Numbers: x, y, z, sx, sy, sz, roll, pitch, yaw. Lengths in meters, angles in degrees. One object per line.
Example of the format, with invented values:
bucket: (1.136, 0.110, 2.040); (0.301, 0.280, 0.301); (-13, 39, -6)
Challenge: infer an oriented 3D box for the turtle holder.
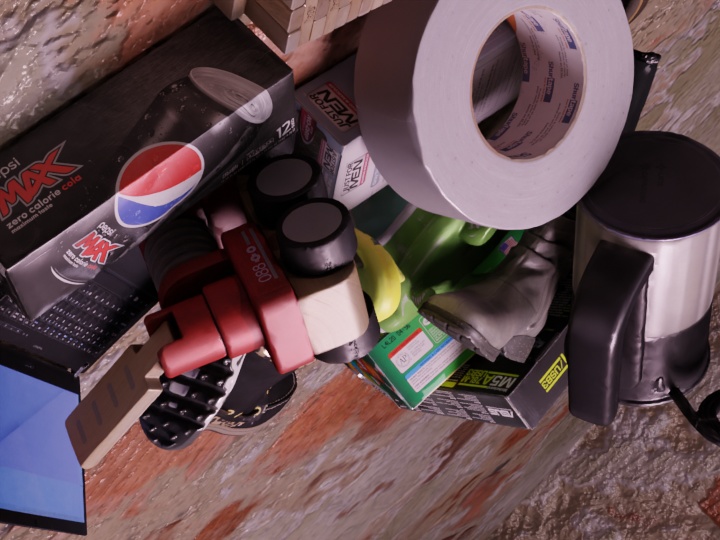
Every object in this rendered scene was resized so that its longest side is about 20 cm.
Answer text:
turtle holder: (0.049, -0.037, 1.154); (0.141, 0.132, 0.186); (-29, 157, -40)

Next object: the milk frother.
milk frother: (0.251, 0.027, 1.059); (0.188, 0.200, 0.181); (83, 15, -46)

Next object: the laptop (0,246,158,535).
laptop: (-0.177, 0.067, 0.958); (0.200, 0.103, 0.177); (-43, 162, -1)

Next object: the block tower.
block tower: (0.009, -0.196, 0.848); (0.200, 0.058, 0.054); (-31, 157, -30)

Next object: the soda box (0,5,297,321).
soda box: (-0.132, -0.063, 0.816); (0.200, 0.071, 0.063); (-38, 158, -18)

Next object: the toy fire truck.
toy fire truck: (-0.106, 0.015, 0.880); (0.200, 0.176, 0.129); (-22, 132, -9)

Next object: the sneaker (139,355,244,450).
sneaker: (-0.100, 0.035, 1.033); (0.090, 0.066, 0.200); (7, 102, -75)

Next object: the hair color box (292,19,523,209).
hair color box: (0.038, -0.129, 1.045); (0.200, 0.061, 0.099); (-35, 160, -25)

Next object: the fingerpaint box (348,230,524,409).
fingerpaint box: (0.071, 0.016, 1.283); (0.200, 0.073, 0.167); (-40, -161, -8)

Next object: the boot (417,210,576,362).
boot: (0.119, -0.001, 1.101); (0.131, 0.068, 0.200); (-59, 160, 7)

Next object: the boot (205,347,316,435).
boot: (-0.077, 0.072, 1.176); (0.151, 0.073, 0.200); (-34, 160, 26)

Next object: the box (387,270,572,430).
box: (0.136, 0.052, 1.277); (0.193, 0.048, 0.200); (-50, -155, -23)

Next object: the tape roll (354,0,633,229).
tape roll: (0.095, -0.130, 0.978); (0.200, 0.066, 0.200); (-11, 108, -35)

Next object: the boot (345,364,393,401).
boot: (0.076, 0.042, 1.503); (0.200, 0.066, 0.165); (-48, 163, 0)

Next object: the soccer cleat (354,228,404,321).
soccer cleat: (0.000, -0.001, 1.000); (0.084, 0.065, 0.200); (4, -176, -18)

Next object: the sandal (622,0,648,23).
sandal: (0.181, -0.224, 1.144); (0.055, 0.082, 0.200); (-10, 156, -21)

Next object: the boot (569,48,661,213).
boot: (0.217, -0.113, 1.227); (0.073, 0.198, 0.163); (19, 93, -27)
